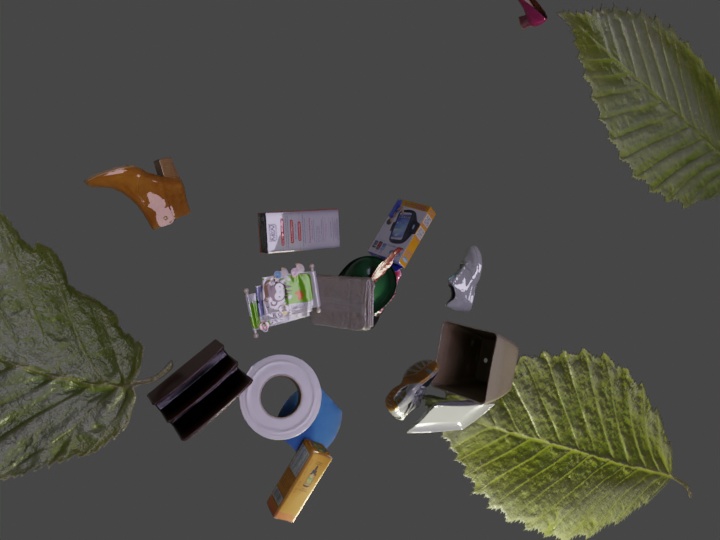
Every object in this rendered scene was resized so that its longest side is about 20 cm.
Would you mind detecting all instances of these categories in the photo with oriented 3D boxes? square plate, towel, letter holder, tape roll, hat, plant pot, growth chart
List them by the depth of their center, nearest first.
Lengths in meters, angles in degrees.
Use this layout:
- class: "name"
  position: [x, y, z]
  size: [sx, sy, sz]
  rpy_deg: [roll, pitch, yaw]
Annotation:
- class: "letter holder"
  position: [-0.363, 0.270, 1.319]
  size: [0.200, 0.142, 0.101]
  rpy_deg: [-40, 112, -20]
- class: "tape roll"
  position: [-0.198, 0.308, 1.417]
  size: [0.200, 0.071, 0.205]
  rpy_deg: [3, 77, -11]
- class: "hat"
  position: [0.000, 0.000, 1.444]
  size: [0.200, 0.166, 0.176]
  rpy_deg: [-42, 152, -4]
- class: "growth chart"
  position: [-0.193, 0.068, 1.449]
  size: [0.198, 0.018, 0.146]
  rpy_deg: [-19, 97, -15]
- class: "towel"
  position: [-0.048, 0.078, 1.458]
  size: [0.034, 0.199, 0.134]
  rpy_deg: [-2, 96, -53]
- class: "square plate"
  position: [0.255, 0.418, 1.671]
  size: [0.196, 0.200, 0.029]
  rpy_deg: [3, 54, -23]
- class: "plant pot"
  position: [0.355, 0.272, 1.710]
  size: [0.176, 0.199, 0.202]
  rpy_deg: [13, 88, -42]

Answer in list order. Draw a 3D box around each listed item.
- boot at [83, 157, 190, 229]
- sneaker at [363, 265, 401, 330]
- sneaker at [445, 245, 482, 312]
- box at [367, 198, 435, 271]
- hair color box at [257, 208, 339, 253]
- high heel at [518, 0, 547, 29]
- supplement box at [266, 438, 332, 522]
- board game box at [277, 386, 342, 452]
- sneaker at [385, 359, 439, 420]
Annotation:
- class: "boot"
  position: [-0.476, -0.157, 1.256]
  size: [0.200, 0.071, 0.145]
  rpy_deg: [-20, 101, -32]
- class: "sneaker"
  position: [0.054, 0.070, 1.567]
  size: [0.079, 0.095, 0.202]
  rpy_deg: [25, 83, -32]
- class: "sneaker"
  position: [0.301, 0.020, 1.721]
  size: [0.088, 0.075, 0.202]
  rpy_deg: [10, 91, -18]
- class: "box"
  position: [0.105, -0.094, 1.564]
  size: [0.201, 0.118, 0.041]
  rpy_deg: [-58, 137, -13]
- class: "hair color box"
  position: [-0.153, -0.100, 1.452]
  size: [0.198, 0.061, 0.103]
  rpy_deg: [-5, 97, -30]
- class: "high heel"
  position: [0.503, -0.835, 1.737]
  size: [0.067, 0.096, 0.201]
  rpy_deg: [-34, 110, -23]
- class: "supplement box"
  position: [-0.157, 0.536, 1.482]
  size: [0.066, 0.069, 0.201]
  rpy_deg: [31, 94, -32]
- class: "board game box"
  position: [-0.140, 0.389, 1.519]
  size: [0.158, 0.039, 0.201]
  rpy_deg: [-48, 122, -18]
- class: "sneaker"
  position: [0.155, 0.344, 1.672]
  size: [0.200, 0.075, 0.088]
  rpy_deg: [-41, 128, -17]
